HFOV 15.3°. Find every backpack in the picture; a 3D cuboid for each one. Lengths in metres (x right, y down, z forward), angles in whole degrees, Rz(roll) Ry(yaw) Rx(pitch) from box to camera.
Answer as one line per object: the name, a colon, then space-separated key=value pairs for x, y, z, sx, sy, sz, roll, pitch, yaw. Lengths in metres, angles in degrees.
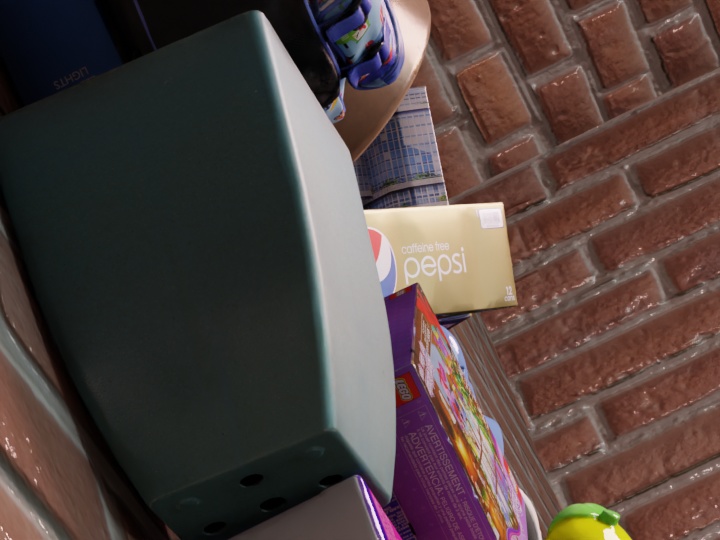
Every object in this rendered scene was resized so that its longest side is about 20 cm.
backpack: x=-0.059 y=-0.139 z=1.355 sx=0.200 sy=0.134 sz=0.183 roll=59 pitch=8 yaw=-67

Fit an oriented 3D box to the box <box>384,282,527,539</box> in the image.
box: x=0.041 y=0.092 z=1.354 sx=0.200 sy=0.039 sz=0.138 roll=-81 pitch=146 yaw=-79

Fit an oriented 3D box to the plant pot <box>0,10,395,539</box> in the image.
plant pot: x=-0.062 y=0.021 z=1.215 sx=0.141 sy=0.141 sz=0.201 roll=56 pitch=14 yaw=-58

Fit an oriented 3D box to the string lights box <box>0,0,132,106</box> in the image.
string lights box: x=-0.148 y=-0.112 z=1.385 sx=0.201 sy=0.059 sz=0.103 roll=64 pitch=5 yaw=-3

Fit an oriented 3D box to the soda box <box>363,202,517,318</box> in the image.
soda box: x=0.000 y=0.000 z=1.511 sx=0.199 sy=0.067 sz=0.065 roll=-4 pitch=85 yaw=-49

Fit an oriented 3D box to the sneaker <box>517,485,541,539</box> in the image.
sneaker: x=0.060 y=0.210 z=1.506 sx=0.085 sy=0.074 sz=0.201 roll=-87 pitch=-175 yaw=-62

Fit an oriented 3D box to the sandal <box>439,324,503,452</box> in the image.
sandal: x=0.048 y=0.107 z=1.562 sx=0.079 sy=0.087 sz=0.201 roll=28 pitch=-41 yaw=36

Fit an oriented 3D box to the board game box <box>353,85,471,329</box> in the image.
board game box: x=-0.008 y=-0.042 z=1.749 sx=0.200 sy=0.061 sz=0.201 roll=144 pitch=-64 yaw=-66

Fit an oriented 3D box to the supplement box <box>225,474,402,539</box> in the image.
supplement box: x=0.003 y=0.200 z=1.198 sx=0.200 sy=0.101 sz=0.104 roll=60 pitch=6 yaw=-45

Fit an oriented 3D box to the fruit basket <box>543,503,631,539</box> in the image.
fruit basket: x=0.110 y=0.253 z=1.691 sx=0.216 sy=0.154 sz=0.217 roll=-11 pitch=90 yaw=-86

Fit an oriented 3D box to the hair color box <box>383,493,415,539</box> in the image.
hair color box: x=-0.011 y=0.091 z=1.397 sx=0.200 sy=0.064 sz=0.110 roll=61 pitch=6 yaw=-46

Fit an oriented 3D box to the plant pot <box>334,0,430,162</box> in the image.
plant pot: x=-0.082 y=-0.156 z=1.676 sx=0.175 sy=0.200 sz=0.201 roll=43 pitch=15 yaw=-27
